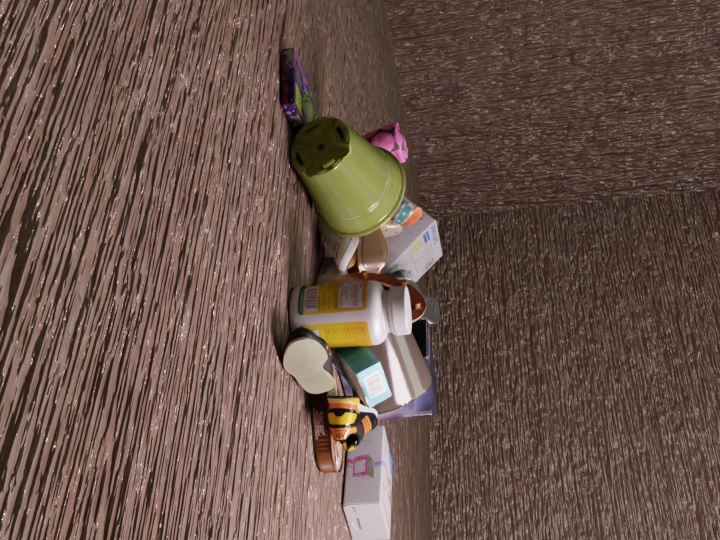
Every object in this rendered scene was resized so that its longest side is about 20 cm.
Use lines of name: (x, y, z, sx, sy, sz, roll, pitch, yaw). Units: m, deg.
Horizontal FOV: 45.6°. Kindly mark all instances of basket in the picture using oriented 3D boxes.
basket: (0.040, 0.155, 1.691, 0.136, 0.180, 0.201, 11, -57, 56)

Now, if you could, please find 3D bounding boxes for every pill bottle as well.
pill bottle: (-0.015, 0.076, 1.486, 0.113, 0.199, 0.114, -5, 90, -81)

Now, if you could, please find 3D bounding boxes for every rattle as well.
rattle: (0.044, -0.063, 1.933, 0.131, 0.198, 0.144, 73, 15, -53)

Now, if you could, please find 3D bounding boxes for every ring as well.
ring: (0.027, 0.048, 1.623, 0.201, 0.199, 0.019, -76, 176, -64)

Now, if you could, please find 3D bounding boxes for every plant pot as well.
plant pot: (-0.038, -0.193, 1.622, 0.190, 0.199, 0.201, 45, 39, -58)

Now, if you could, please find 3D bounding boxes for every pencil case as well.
pencil case: (0.004, -0.231, 1.788, 0.091, 0.199, 0.094, -90, 154, -52)

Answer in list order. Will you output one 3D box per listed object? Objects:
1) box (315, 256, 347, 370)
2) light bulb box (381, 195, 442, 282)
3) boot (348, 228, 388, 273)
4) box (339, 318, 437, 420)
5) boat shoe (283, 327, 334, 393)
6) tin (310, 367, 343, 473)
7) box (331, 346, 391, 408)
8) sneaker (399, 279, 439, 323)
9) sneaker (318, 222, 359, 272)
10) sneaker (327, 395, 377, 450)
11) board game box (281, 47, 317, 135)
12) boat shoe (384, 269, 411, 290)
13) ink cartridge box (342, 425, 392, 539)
box: (-0.052, 0.084, 1.731, 0.200, 0.048, 0.159, -77, 160, -64)
light bulb box: (0.086, -0.046, 2.113, 0.125, 0.200, 0.198, 40, -12, 24)
boot: (0.000, 0.000, 1.854, 0.155, 0.076, 0.201, -5, -84, 64)
box: (0.064, 0.226, 1.902, 0.124, 0.199, 0.199, -86, 167, -48)
boat shoe: (-0.087, 0.141, 1.419, 0.202, 0.073, 0.063, 71, 7, -61)
tin: (-0.062, 0.277, 1.599, 0.112, 0.042, 0.202, 7, 77, -77)
box: (-0.016, 0.159, 1.546, 0.200, 0.049, 0.083, 43, -23, 56)
sneaker: (0.084, 0.070, 1.901, 0.200, 0.120, 0.084, 36, 55, -55)
sneaker: (-0.050, -0.059, 1.740, 0.200, 0.084, 0.073, -88, -160, -66)
sneaker: (-0.018, 0.288, 1.569, 0.200, 0.069, 0.091, 53, 37, -65)
board game box: (-0.114, -0.315, 1.631, 0.200, 0.032, 0.121, 65, 26, -67)
boat shoe: (0.047, 0.075, 2.024, 0.072, 0.071, 0.201, 52, -50, 37)
ink cartridge box: (0.019, 0.461, 1.854, 0.201, 0.084, 0.145, -84, 166, -47)
